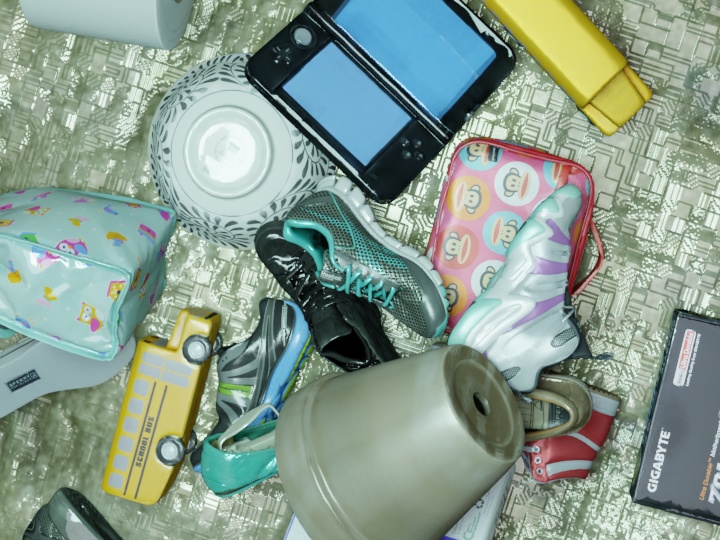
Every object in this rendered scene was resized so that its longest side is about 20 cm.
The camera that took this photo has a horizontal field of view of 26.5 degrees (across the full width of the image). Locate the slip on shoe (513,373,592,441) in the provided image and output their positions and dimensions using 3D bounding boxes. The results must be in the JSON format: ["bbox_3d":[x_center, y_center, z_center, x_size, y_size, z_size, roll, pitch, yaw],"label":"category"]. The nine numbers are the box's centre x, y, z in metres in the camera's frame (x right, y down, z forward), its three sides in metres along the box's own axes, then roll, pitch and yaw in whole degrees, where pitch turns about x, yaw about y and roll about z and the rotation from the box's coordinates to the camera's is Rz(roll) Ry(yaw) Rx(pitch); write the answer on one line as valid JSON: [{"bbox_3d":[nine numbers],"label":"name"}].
[{"bbox_3d":[0.123,0.136,1.481,0.198,0.061,0.077,1,102,20],"label":"slip on shoe"}]

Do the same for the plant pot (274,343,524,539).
[{"bbox_3d":[0.050,0.158,1.397,0.173,0.200,0.201,-33,91,29],"label":"plant pot"}]

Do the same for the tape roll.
[{"bbox_3d":[-0.235,-0.323,1.475,0.137,0.203,0.205,11,95,4],"label":"tape roll"}]

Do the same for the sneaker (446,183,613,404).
[{"bbox_3d":[0.187,0.032,1.439,0.139,0.078,0.201,34,89,5],"label":"sneaker"}]

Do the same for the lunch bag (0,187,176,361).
[{"bbox_3d":[-0.303,-0.010,1.516,0.198,0.171,0.123,14,115,3],"label":"lunch bag"}]

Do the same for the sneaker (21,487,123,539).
[{"bbox_3d":[-0.281,0.335,1.595,0.114,0.076,0.200,-44,87,9],"label":"sneaker"}]

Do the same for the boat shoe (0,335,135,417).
[{"bbox_3d":[-0.323,0.094,1.584,0.198,0.066,0.072,-27,114,10],"label":"boat shoe"}]

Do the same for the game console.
[{"bbox_3d":[0.018,-0.201,1.500,0.200,0.116,0.176,43,56,1],"label":"game console"}]

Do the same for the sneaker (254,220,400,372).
[{"bbox_3d":[-0.029,0.040,1.517,0.060,0.105,0.200,-40,109,19],"label":"sneaker"}]

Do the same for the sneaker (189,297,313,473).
[{"bbox_3d":[-0.118,0.118,1.571,0.082,0.071,0.201,31,95,14],"label":"sneaker"}]

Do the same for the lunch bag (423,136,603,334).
[{"bbox_3d":[0.155,-0.023,1.529,0.174,0.082,0.202,14,97,0],"label":"lunch bag"}]

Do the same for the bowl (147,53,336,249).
[{"bbox_3d":[-0.126,-0.119,1.535,0.198,0.094,0.204,0,94,5],"label":"bowl"}]

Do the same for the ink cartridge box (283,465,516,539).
[{"bbox_3d":[0.032,0.254,1.521,0.198,0.044,0.200,13,64,20],"label":"ink cartridge box"}]

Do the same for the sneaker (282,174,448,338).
[{"bbox_3d":[0.000,0.000,1.482,0.200,0.091,0.078,45,140,21],"label":"sneaker"}]

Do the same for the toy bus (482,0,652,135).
[{"bbox_3d":[0.198,-0.224,1.498,0.065,0.078,0.200,-43,90,7],"label":"toy bus"}]

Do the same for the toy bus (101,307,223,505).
[{"bbox_3d":[-0.202,0.136,1.576,0.077,0.065,0.202,16,96,5],"label":"toy bus"}]

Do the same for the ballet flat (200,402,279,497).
[{"bbox_3d":[-0.066,0.158,1.513,0.198,0.067,0.071,-21,117,-14],"label":"ballet flat"}]

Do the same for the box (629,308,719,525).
[{"bbox_3d":[0.388,0.158,1.535,0.196,0.050,0.203,14,95,3],"label":"box"}]

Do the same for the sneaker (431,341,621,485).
[{"bbox_3d":[0.153,0.147,1.543,0.198,0.071,0.114,19,93,1],"label":"sneaker"}]
